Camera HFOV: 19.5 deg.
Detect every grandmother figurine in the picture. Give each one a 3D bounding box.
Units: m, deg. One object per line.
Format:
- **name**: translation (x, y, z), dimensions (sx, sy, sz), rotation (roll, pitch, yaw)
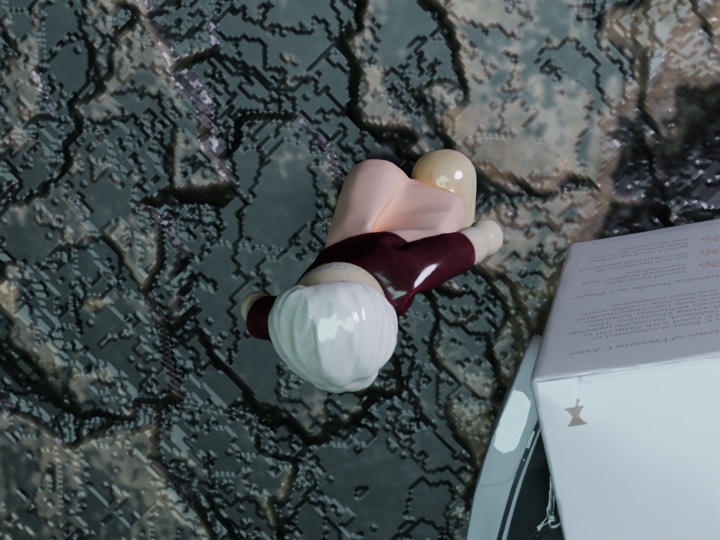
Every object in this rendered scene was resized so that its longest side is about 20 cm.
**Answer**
- **grandmother figurine**: translation (0.000, 0.000, 0.911), dimensions (0.121, 0.200, 0.061), rotation (-29, 100, 17)

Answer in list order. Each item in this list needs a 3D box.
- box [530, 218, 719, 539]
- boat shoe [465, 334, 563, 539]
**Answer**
- **box**: translation (0.163, 0.052, 0.898), dimensions (0.151, 0.200, 0.107), rotation (-9, 105, 14)
- **boat shoe**: translation (0.086, 0.128, 1.000), dimensions (0.068, 0.074, 0.200), rotation (14, 109, 10)
